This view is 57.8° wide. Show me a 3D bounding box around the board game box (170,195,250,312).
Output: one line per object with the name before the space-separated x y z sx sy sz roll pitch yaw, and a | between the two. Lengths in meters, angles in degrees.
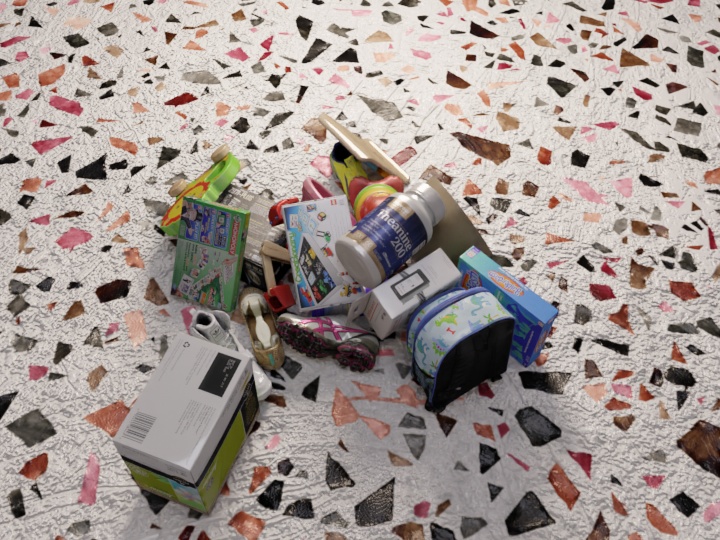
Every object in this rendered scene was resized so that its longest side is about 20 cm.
board game box | -0.294 -0.032 1.273 0.133 0.202 0.029 15 16 10

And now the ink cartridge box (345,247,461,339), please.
ink cartridge box | 0.075 0.054 1.182 0.199 0.116 0.068 -31 73 -19

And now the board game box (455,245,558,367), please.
board game box | 0.261 0.069 1.222 0.045 0.153 0.200 -35 59 -25

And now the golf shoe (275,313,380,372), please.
golf shoe | -0.061 0.119 1.225 0.198 0.073 0.093 20 45 -3

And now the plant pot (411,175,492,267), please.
plant pot | 0.155 -0.070 1.326 0.134 0.200 0.201 -38 57 6

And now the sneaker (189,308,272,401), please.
sneaker | -0.240 0.148 1.170 0.199 0.115 0.075 36 59 24

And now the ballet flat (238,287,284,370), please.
ballet flat | -0.190 0.094 1.245 0.070 0.066 0.201 -20 54 -13

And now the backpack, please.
backpack | 0.169 0.120 1.148 0.182 0.201 0.147 -24 56 -19

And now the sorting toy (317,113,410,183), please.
sorting toy | 0.007 -0.273 1.500 0.037 0.199 0.185 -52 59 16

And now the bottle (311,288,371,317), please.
bottle | 0.001 0.051 1.274 0.198 0.084 0.066 -4 51 -5

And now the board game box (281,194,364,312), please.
board game box | -0.070 -0.031 1.219 0.125 0.035 0.202 -10 83 -6

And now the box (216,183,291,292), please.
box | -0.231 -0.070 1.361 0.199 0.086 0.164 23 55 15

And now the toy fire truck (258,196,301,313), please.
toy fire truck | -0.145 -0.034 1.262 0.140 0.049 0.201 -22 87 -36

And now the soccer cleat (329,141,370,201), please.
soccer cleat | -0.014 -0.214 1.482 0.064 0.084 0.201 -23 56 -18

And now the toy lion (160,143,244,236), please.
toy lion | -0.335 -0.160 1.369 0.199 0.069 0.192 -38 28 8

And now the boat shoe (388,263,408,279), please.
boat shoe | 0.000 0.000 1.323 0.198 0.068 0.072 -1 51 -2

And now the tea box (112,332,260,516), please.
tea box | -0.264 0.245 1.040 0.132 0.198 0.201 16 52 11

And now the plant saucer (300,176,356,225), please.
plant saucer | -0.054 -0.106 1.351 0.051 0.200 0.201 -44 58 9

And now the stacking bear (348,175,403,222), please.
stacking bear | 0.039 -0.125 1.336 0.120 0.115 0.200 -1 15 -3

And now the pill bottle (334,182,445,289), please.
pill bottle | 0.059 -0.068 1.177 0.200 0.111 0.111 -41 62 -19
